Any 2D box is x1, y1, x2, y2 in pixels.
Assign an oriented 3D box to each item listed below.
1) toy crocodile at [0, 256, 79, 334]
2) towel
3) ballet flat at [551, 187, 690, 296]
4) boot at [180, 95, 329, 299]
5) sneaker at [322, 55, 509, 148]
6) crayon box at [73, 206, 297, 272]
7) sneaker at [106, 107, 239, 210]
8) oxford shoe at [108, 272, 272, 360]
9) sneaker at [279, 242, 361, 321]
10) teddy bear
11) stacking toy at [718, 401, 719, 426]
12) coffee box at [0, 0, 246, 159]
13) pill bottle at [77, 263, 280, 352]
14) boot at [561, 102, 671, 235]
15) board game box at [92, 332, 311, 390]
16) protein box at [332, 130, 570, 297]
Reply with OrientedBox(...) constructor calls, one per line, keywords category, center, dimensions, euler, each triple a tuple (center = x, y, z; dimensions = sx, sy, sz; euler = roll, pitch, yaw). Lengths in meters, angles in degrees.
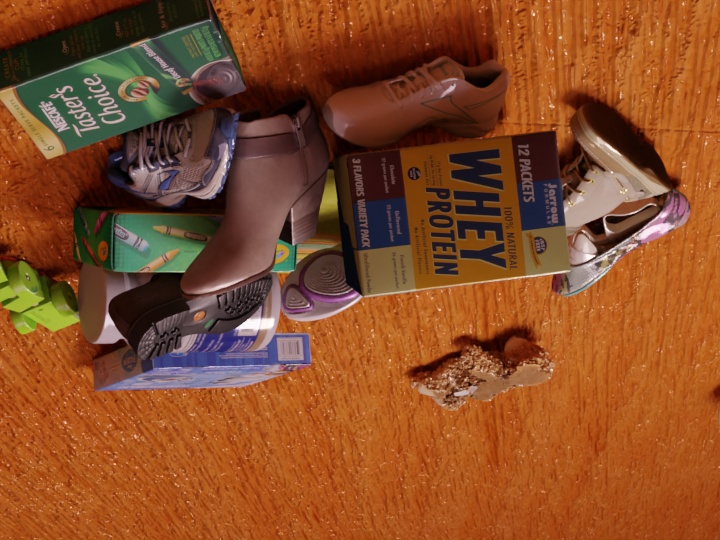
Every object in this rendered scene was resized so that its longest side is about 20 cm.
OrientedBox(category="toy crocodile", center=(-0.356, 0.020, 1.617), dimensions=(0.067, 0.062, 0.200), euler=(-23, 156, 13))
OrientedBox(category="towel", center=(-0.037, -0.053, 1.688), dimensions=(0.085, 0.018, 0.200), euler=(-2, 149, -27))
OrientedBox(category="ballet flat", center=(0.301, -0.044, 1.846), dimensions=(0.199, 0.069, 0.071), euler=(-32, 131, 21))
OrientedBox(category="boot", center=(-0.105, -0.076, 1.457), dimensions=(0.200, 0.070, 0.147), euler=(-35, 130, -43))
OrientedBox(category="sneaker", center=(0.055, -0.171, 1.477), dimensions=(0.199, 0.071, 0.080), euler=(-10, 148, -28))
OrientedBox(category="crayon box", center=(-0.177, -0.032, 1.545), dimensions=(0.199, 0.059, 0.119), euler=(0, -175, -29))
OrientedBox(category="sneaker", center=(-0.180, -0.105, 1.422), dimensions=(0.085, 0.078, 0.200), euler=(17, 158, -27))
OrientedBox(category="oxford shoe", center=(-0.171, 0.023, 1.559), dimensions=(0.199, 0.084, 0.073), euler=(-14, 137, -47))
OrientedBox(category="sneaker", center=(0.000, 0.000, 1.696), dimensions=(0.199, 0.075, 0.100), euler=(-33, 164, -11))
OrientedBox(category="teddy bear", center=(0.167, 0.137, 2.115), dimensions=(0.144, 0.067, 0.199), euler=(23, 141, -38))
OrientedBox(category="stacking toy", center=(0.673, 0.236, 2.518), dimensions=(0.145, 0.147, 0.200), euler=(-25, 168, 18))
OrientedBox(category="coffee box", center=(-0.211, -0.172, 1.347), dimensions=(0.199, 0.044, 0.123), euler=(-18, 153, 3))
OrientedBox(category="pill bottle", center=(-0.196, 0.031, 1.652), dimensions=(0.199, 0.116, 0.116), euler=(1, 148, -29))
OrientedBox(category="boot", center=(0.239, -0.103, 1.690), dimensions=(0.154, 0.073, 0.200), euler=(-26, 151, 24))
OrientedBox(category="board game box", center=(-0.190, 0.109, 1.812), dimensions=(0.199, 0.044, 0.199), euler=(1, 170, -29))
OrientedBox(category="protein box", center=(0.083, -0.057, 1.510), dimensions=(0.198, 0.136, 0.199), euler=(-7, -176, -5))
